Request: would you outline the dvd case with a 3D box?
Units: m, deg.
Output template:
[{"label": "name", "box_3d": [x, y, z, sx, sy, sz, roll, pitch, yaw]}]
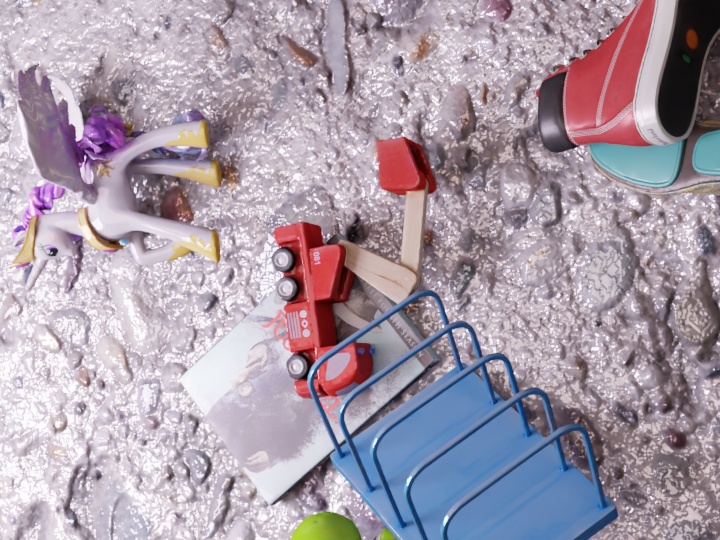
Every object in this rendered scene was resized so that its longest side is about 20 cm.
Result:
[{"label": "dvd case", "box_3d": [-0.048, 0.086, 1.197, 0.200, 0.022, 0.146, -41, 75, 12]}]

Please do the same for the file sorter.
[{"label": "file sorter", "box_3d": [0.069, 0.130, 1.032, 0.138, 0.123, 0.200, -34, 44, -13]}]

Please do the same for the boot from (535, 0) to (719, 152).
[{"label": "boot", "box_3d": [0.210, -0.186, 1.092, 0.144, 0.072, 0.201, -1, 61, 49]}]

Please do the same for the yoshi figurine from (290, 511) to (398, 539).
[{"label": "yoshi figurine", "box_3d": [-0.040, 0.270, 1.125, 0.200, 0.112, 0.113, -55, 35, 26]}]

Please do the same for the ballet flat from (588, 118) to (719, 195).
[{"label": "ballet flat", "box_3d": [0.265, -0.085, 1.058, 0.200, 0.070, 0.071, 9, 90, 51]}]

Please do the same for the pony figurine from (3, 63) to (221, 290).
[{"label": "pony figurine", "box_3d": [-0.227, -0.085, 1.219, 0.199, 0.167, 0.194, -5, 93, 5]}]

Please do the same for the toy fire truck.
[{"label": "toy fire truck", "box_3d": [0.000, 0.000, 1.148, 0.140, 0.049, 0.201, -10, 83, 18]}]
